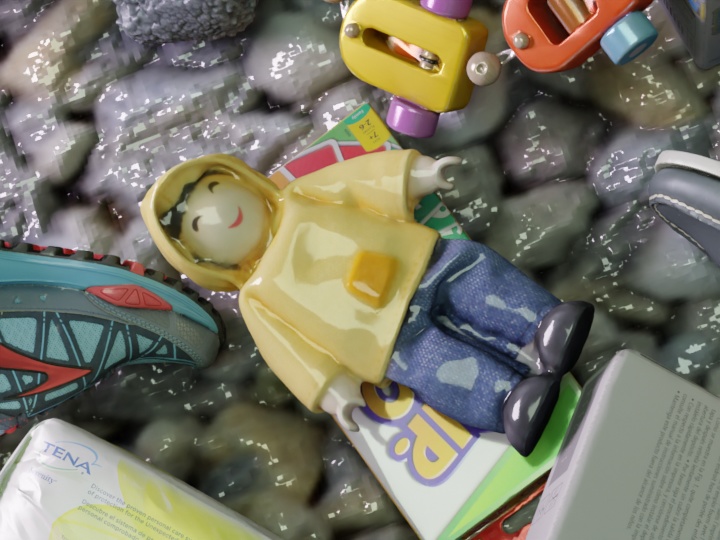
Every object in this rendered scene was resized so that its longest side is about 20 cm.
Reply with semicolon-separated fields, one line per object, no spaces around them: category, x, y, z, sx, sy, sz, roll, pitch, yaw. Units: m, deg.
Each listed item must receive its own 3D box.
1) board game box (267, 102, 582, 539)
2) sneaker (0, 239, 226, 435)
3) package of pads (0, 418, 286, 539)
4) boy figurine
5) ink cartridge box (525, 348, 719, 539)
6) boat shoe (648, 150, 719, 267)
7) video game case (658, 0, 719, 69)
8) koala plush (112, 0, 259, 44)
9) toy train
board game box;0.024;0.033;1.144;0.095;0.030;0.200;-37;77;1
sneaker;-0.157;0.035;1.127;0.199;0.079;0.096;8;88;-21
package of pads;-0.048;0.139;1.067;0.199;0.155;0.068;28;84;14
boy figurine;0.000;0.000;1.110;0.199;0.064;0.125;27;87;11
ink cartridge box;0.142;0.157;1.043;0.176;0.045;0.201;28;61;-6
boat shoe;0.193;0.025;1.092;0.200;0.073;0.062;38;83;10
video game case;0.103;-0.197;1.095;0.023;0.182;0.201;-28;75;0
koala plush;-0.167;-0.188;1.158;0.199;0.177;0.185;-17;65;7
toy train;0.042;-0.147;1.143;0.200;0.056;0.150;51;119;14
